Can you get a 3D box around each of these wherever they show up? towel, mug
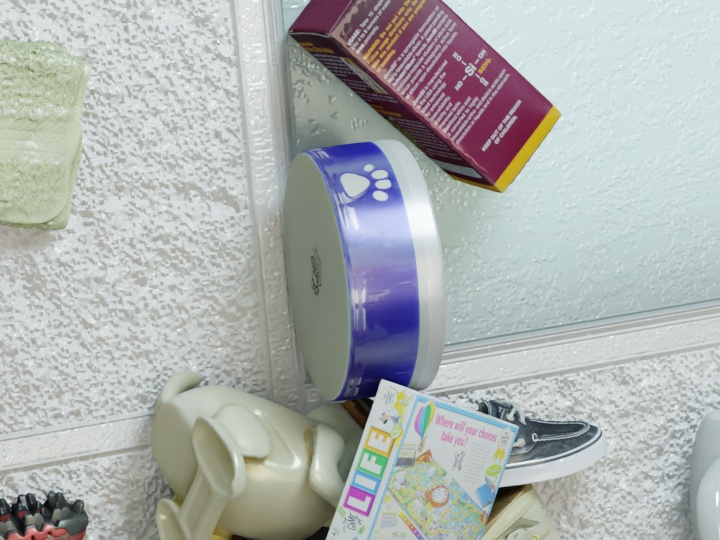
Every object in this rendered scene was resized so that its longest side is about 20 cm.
[{"bbox_3d":[-0.311,-0.109,1.392,0.198,0.036,0.150,4,96,-21],"label":"towel"},{"bbox_3d":[0.353,0.214,1.603,0.199,0.147,0.177,-17,96,-52],"label":"mug"}]

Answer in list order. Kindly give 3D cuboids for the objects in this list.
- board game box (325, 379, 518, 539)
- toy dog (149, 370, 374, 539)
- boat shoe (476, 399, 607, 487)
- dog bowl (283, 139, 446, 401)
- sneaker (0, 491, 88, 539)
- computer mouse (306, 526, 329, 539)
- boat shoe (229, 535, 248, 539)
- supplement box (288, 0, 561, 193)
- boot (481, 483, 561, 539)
[{"bbox_3d":[0.053,0.170,1.438,0.200,0.034,0.136,24,85,-59],"label":"board game box"},{"bbox_3d":[-0.065,0.164,1.470,0.198,0.194,0.141,3,119,-33],"label":"toy dog"},{"bbox_3d":[0.120,0.145,1.571,0.198,0.072,0.069,-7,102,-11],"label":"boat shoe"},{"bbox_3d":[0.000,0.000,1.433,0.078,0.200,0.203,-7,101,-15],"label":"dog bowl"},{"bbox_3d":[-0.304,0.245,1.434,0.199,0.071,0.099,-21,105,-13],"label":"sneaker"},{"bbox_3d":[-0.046,0.310,1.547,0.140,0.046,0.201,39,85,-19],"label":"computer mouse"},{"bbox_3d":[-0.162,0.295,1.491,0.200,0.072,0.068,-45,116,-2],"label":"boat shoe"},{"bbox_3d":[0.052,-0.162,1.473,0.200,0.110,0.086,40,84,-20],"label":"supplement box"},{"bbox_3d":[0.109,0.296,1.589,0.200,0.072,0.155,-41,112,-9],"label":"boot"}]
